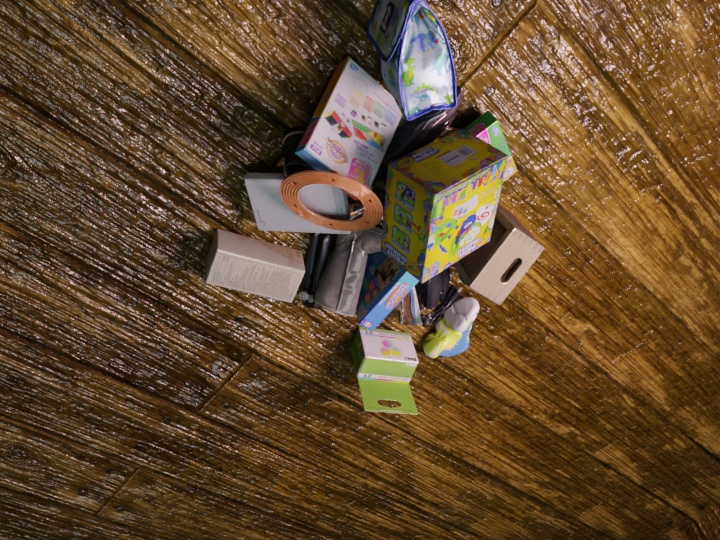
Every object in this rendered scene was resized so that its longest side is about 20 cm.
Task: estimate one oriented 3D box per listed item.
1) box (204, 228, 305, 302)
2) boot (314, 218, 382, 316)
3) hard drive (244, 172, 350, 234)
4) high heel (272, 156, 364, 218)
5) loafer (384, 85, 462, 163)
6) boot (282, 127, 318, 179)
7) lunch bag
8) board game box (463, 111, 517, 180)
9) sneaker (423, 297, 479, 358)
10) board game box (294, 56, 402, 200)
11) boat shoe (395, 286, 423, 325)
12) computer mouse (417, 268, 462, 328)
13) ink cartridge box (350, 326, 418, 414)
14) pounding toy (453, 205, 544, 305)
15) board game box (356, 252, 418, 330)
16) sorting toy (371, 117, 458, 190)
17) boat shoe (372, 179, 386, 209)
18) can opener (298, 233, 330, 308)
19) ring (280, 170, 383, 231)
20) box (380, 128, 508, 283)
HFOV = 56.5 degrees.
[{"bbox_3d":[-0.226,-0.009,1.430,0.195,0.079,0.096,16,123,-23],"label":"box"},{"bbox_3d":[0.002,0.000,1.423,0.177,0.072,0.206,17,96,19],"label":"boot"},{"bbox_3d":[-0.120,-0.131,1.318,0.194,0.027,0.134,4,136,12],"label":"hard drive"},{"bbox_3d":[-0.079,-0.165,1.346,0.193,0.073,0.145,-1,134,-1],"label":"high heel"},{"bbox_3d":[0.124,-0.274,1.296,0.199,0.072,0.063,-43,136,-7],"label":"loafer"},{"bbox_3d":[-0.052,-0.211,1.262,0.193,0.140,0.079,-6,127,1],"label":"boot"},{"bbox_3d":[0.086,-0.391,1.151,0.124,0.172,0.204,-15,130,-4],"label":"lunch bag"},{"bbox_3d":[0.211,-0.202,1.366,0.198,0.041,0.153,-36,136,4],"label":"board game box"},{"bbox_3d":[0.245,0.145,1.670,0.103,0.077,0.200,15,130,-37],"label":"sneaker"},{"bbox_3d":[-0.015,-0.258,1.225,0.152,0.040,0.204,34,70,-28],"label":"board game box"},{"bbox_3d":[0.097,0.056,1.560,0.070,0.073,0.204,-12,126,7],"label":"boat shoe"},{"bbox_3d":[0.178,0.025,1.536,0.138,0.052,0.204,-41,128,-28],"label":"computer mouse"},{"bbox_3d":[0.067,0.240,1.609,0.144,0.202,0.077,9,126,-19],"label":"ink cartridge box"},{"bbox_3d":[0.286,-0.027,1.485,0.140,0.185,0.202,26,110,-28],"label":"pounding toy"},{"bbox_3d":[0.059,0.007,1.461,0.044,0.154,0.201,27,118,-30],"label":"board game box"},{"bbox_3d":[0.090,-0.219,1.369,0.194,0.037,0.189,7,125,-18],"label":"sorting toy"},{"bbox_3d":[0.088,-0.108,1.384,0.199,0.071,0.066,39,76,-36],"label":"boat shoe"},{"bbox_3d":[-0.099,-0.002,1.488,0.062,0.079,0.205,20,126,21],"label":"can opener"},{"bbox_3d":[-0.052,-0.129,1.228,0.194,0.020,0.201,12,157,5],"label":"ring"},{"bbox_3d":[0.151,-0.121,1.234,0.197,0.121,0.196,-29,140,-33],"label":"box"}]
